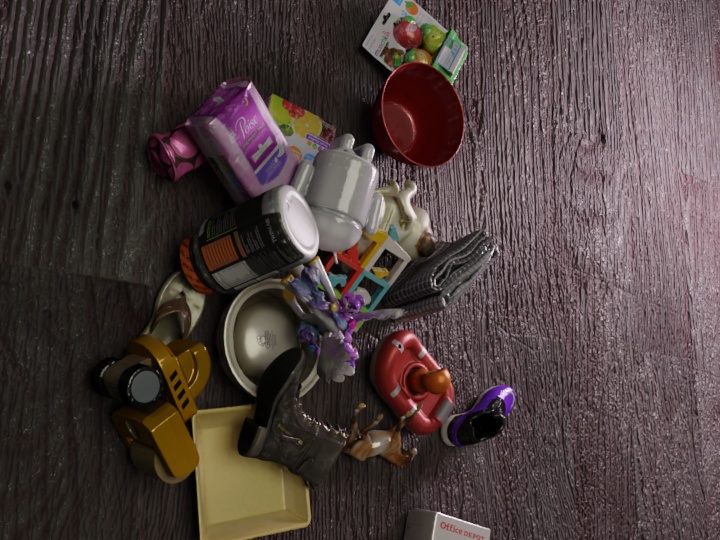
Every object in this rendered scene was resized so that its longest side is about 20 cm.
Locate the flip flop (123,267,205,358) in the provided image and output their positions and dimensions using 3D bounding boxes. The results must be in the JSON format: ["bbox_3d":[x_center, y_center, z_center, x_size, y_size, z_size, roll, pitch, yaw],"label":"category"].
[{"bbox_3d":[-0.293,0.086,1.277,0.081,0.057,0.202,41,59,-22],"label":"flip flop"}]

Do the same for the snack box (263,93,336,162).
[{"bbox_3d":[-0.127,-0.186,1.464,0.140,0.053,0.204,21,70,-29],"label":"snack box"}]

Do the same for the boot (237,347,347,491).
[{"bbox_3d":[-0.089,0.235,1.316,0.173,0.069,0.203,26,92,-33],"label":"boot"}]

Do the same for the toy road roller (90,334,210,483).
[{"bbox_3d":[-0.278,0.187,1.204,0.145,0.122,0.203,-33,113,-36],"label":"toy road roller"}]

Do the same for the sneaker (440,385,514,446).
[{"bbox_3d":[0.254,0.286,1.621,0.198,0.099,0.071,-28,99,-37],"label":"sneaker"}]

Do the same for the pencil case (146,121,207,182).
[{"bbox_3d":[-0.259,-0.225,1.356,0.200,0.093,0.092,-41,147,-35],"label":"pencil case"}]

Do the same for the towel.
[{"bbox_3d":[0.149,0.005,1.564,0.200,0.165,0.086,-41,99,-35],"label":"towel"}]

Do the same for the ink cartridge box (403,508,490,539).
[{"bbox_3d":[0.143,0.545,1.492,0.145,0.082,0.204,25,66,-30],"label":"ink cartridge box"}]

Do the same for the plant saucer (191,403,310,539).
[{"bbox_3d":[-0.179,0.316,1.320,0.197,0.048,0.204,0,80,-36],"label":"plant saucer"}]

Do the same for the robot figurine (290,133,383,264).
[{"bbox_3d":[-0.039,-0.118,1.367,0.167,0.113,0.204,20,79,-20],"label":"robot figurine"}]

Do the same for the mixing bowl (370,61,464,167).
[{"bbox_3d":[0.092,-0.288,1.614,0.197,0.108,0.204,5,80,-33],"label":"mixing bowl"}]

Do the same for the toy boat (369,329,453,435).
[{"bbox_3d":[0.111,0.199,1.513,0.201,0.130,0.131,51,55,-17],"label":"toy boat"}]

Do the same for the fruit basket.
[{"bbox_3d":[0.118,-0.455,1.686,0.199,0.093,0.187,40,59,-20],"label":"fruit basket"}]

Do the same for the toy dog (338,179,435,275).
[{"bbox_3d":[0.051,-0.079,1.526,0.197,0.138,0.198,13,77,-36],"label":"toy dog"}]

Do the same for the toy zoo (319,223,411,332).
[{"bbox_3d":[0.000,0.000,1.464,0.130,0.021,0.201,30,104,-28],"label":"toy zoo"}]

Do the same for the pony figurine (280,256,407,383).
[{"bbox_3d":[-0.040,0.078,1.304,0.166,0.193,0.201,-38,100,-19],"label":"pony figurine"}]

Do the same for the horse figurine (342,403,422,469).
[{"bbox_3d":[0.029,0.291,1.458,0.197,0.134,0.050,4,34,-36],"label":"horse figurine"}]

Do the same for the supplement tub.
[{"bbox_3d":[-0.173,-0.041,1.284,0.123,0.197,0.124,48,31,-41],"label":"supplement tub"}]

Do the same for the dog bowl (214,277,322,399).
[{"bbox_3d":[-0.152,0.117,1.368,0.197,0.073,0.204,8,76,-35],"label":"dog bowl"}]

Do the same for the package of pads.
[{"bbox_3d":[-0.177,-0.190,1.322,0.121,0.075,0.201,-54,131,-31],"label":"package of pads"}]
